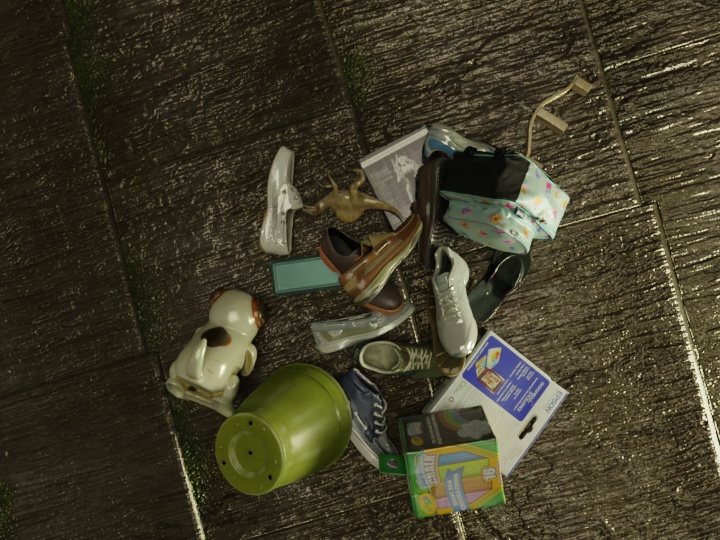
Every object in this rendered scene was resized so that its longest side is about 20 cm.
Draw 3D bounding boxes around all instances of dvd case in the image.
[{"bbox_3d":[0.104,-0.158,1.039,0.147,0.016,0.202,-27,89,2],"label":"dvd case"}]

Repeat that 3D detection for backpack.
[{"bbox_3d":[0.254,-0.114,0.942,0.198,0.175,0.156,15,90,-37],"label":"backpack"}]

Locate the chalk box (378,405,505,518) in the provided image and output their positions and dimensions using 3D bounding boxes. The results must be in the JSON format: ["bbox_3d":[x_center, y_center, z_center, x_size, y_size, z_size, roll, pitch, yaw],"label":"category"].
[{"bbox_3d":[0.130,0.327,0.925,0.197,0.125,0.126,-10,101,3],"label":"chalk box"}]

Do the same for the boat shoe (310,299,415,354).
[{"bbox_3d":[0.005,0.094,1.009,0.199,0.074,0.066,-22,92,8],"label":"boat shoe"}]

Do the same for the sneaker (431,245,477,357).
[{"bbox_3d":[0.151,0.050,0.930,0.070,0.080,0.203,-17,56,24],"label":"sneaker"}]

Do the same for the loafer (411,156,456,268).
[{"bbox_3d":[0.133,-0.106,1.004,0.072,0.070,0.203,0,98,-41],"label":"loafer"}]

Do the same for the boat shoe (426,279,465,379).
[{"bbox_3d":[0.157,0.101,0.994,0.071,0.066,0.204,-1,61,2],"label":"boat shoe"}]

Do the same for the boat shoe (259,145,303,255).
[{"bbox_3d":[-0.138,-0.129,1.019,0.068,0.071,0.203,11,98,11],"label":"boat shoe"}]

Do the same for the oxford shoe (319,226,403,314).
[{"bbox_3d":[0.000,0.000,0.975,0.199,0.073,0.071,40,63,14],"label":"oxford shoe"}]

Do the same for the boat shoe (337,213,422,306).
[{"bbox_3d":[0.035,-0.032,0.925,0.074,0.076,0.201,41,60,-4],"label":"boat shoe"}]

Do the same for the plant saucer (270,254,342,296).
[{"bbox_3d":[-0.075,0.003,1.041,0.197,0.019,0.071,-8,88,3],"label":"plant saucer"}]

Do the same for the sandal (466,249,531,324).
[{"bbox_3d":[0.260,0.015,0.985,0.075,0.048,0.201,40,68,-3],"label":"sandal"}]

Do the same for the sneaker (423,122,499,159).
[{"bbox_3d":[0.211,-0.210,1.012,0.197,0.072,0.073,21,110,-4],"label":"sneaker"}]

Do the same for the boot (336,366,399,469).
[{"bbox_3d":[0.022,0.276,0.995,0.200,0.073,0.090,45,105,3],"label":"boot"}]

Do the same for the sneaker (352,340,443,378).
[{"bbox_3d":[0.080,0.166,0.994,0.197,0.090,0.068,7,88,2],"label":"sneaker"}]

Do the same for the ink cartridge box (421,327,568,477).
[{"bbox_3d":[0.249,0.244,1.005,0.199,0.047,0.199,37,89,-11],"label":"ink cartridge box"}]

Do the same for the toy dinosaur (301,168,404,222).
[{"bbox_3d":[-0.012,-0.143,1.033,0.197,0.058,0.103,1,103,10],"label":"toy dinosaur"}]

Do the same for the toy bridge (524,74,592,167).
[{"bbox_3d":[0.360,-0.285,1.028,0.067,0.027,0.202,31,89,4],"label":"toy bridge"}]

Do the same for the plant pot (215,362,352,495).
[{"bbox_3d":[-0.140,0.279,0.920,0.197,0.192,0.204,2,94,21],"label":"plant pot"}]

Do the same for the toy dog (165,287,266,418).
[{"bbox_3d":[-0.254,0.127,0.969,0.137,0.195,0.202,13,55,15],"label":"toy dog"}]
